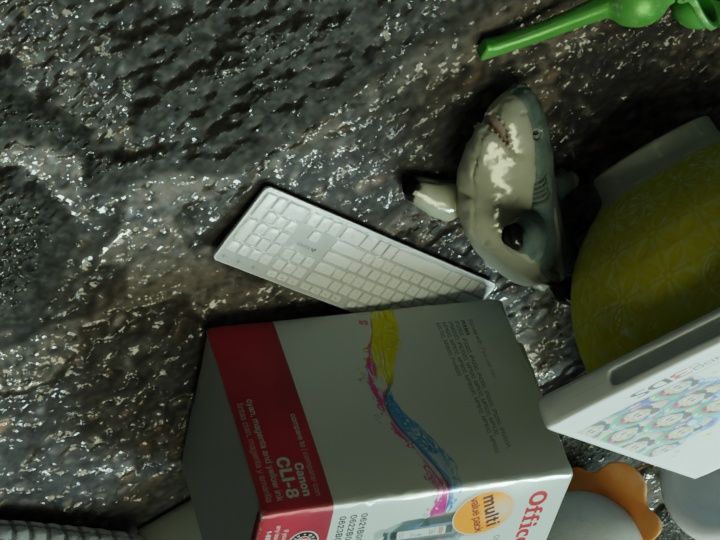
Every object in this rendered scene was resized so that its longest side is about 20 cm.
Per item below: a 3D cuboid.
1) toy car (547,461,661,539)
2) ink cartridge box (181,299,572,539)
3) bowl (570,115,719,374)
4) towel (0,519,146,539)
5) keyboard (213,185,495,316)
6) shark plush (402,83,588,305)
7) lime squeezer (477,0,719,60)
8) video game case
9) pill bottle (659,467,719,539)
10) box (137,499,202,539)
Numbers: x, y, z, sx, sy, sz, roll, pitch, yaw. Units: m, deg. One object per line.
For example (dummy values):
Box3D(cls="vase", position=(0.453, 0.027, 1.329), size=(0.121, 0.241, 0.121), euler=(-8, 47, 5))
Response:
Box3D(cls="toy car", position=(0.130, 0.219, 1.388), size=(0.200, 0.176, 0.184), euler=(-57, 152, -7))
Box3D(cls="ink cartridge box", position=(0.006, 0.123, 1.188), size=(0.199, 0.145, 0.146), euler=(-6, 139, -18))
Box3D(cls="bowl", position=(0.199, -0.026, 1.144), size=(0.200, 0.108, 0.200), euler=(-29, 174, -3))
Box3D(cls="towel", position=(-0.240, 0.251, 1.257), size=(0.165, 0.086, 0.200), euler=(8, 130, -31))
Box3D(cls="keyboard", position=(0.000, 0.000, 1.166), size=(0.200, 0.011, 0.056), euler=(22, 121, -41))
Box3D(cls="shark plush", position=(0.116, -0.030, 1.154), size=(0.200, 0.091, 0.084), euler=(40, 79, -42))
Box3D(cls="lime squeezer", position=(0.169, -0.140, 1.081), size=(0.199, 0.038, 0.071), euler=(-3, 135, -24))
Box3D(cls="video game case", position=(0.226, 0.064, 1.112), size=(0.182, 0.024, 0.200), euler=(-30, 152, 26))
Box3D(cls="pill bottle", position=(0.317, 0.176, 1.429), size=(0.116, 0.116, 0.200), euler=(-39, 137, 16))
Box3D(cls="box", position=(-0.064, 0.231, 1.328), size=(0.095, 0.078, 0.200), euler=(-29, 139, 4))
